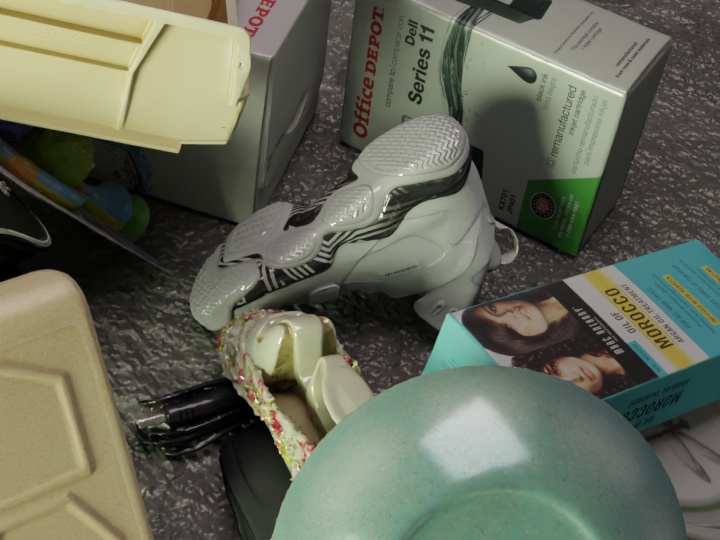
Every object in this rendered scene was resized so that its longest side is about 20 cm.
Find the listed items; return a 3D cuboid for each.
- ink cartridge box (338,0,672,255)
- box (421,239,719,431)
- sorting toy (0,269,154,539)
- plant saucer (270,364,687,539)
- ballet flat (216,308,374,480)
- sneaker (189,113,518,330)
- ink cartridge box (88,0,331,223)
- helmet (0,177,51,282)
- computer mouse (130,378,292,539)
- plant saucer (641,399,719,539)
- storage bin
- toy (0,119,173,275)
[{"bbox_3d":[0.092,-0.123,0.879,0.200,0.147,0.083,27,48,19],"label":"ink cartridge box"},{"bbox_3d":[0.138,0.043,0.696,0.200,0.049,0.082,-15,49,-35],"label":"box"},{"bbox_3d":[-0.191,0.119,0.582,0.185,0.200,0.036,-21,14,-28],"label":"sorting toy"},{"bbox_3d":[0.058,0.145,0.577,0.201,0.201,0.039,3,5,-7],"label":"plant saucer"},{"bbox_3d":[-0.021,0.062,0.670,0.076,0.064,0.200,-11,35,-24],"label":"ballet flat"},{"bbox_3d":[0.000,0.000,0.785,0.200,0.115,0.075,-33,30,8],"label":"sneaker"},{"bbox_3d":[-0.134,-0.151,0.865,0.200,0.146,0.147,17,45,6],"label":"ink cartridge box"},{"bbox_3d":[-0.279,-0.007,0.660,0.191,0.200,0.200,34,49,22],"label":"helmet"},{"bbox_3d":[-0.032,0.120,0.676,0.138,0.053,0.200,-10,48,-21],"label":"computer mouse"},{"bbox_3d":[0.177,0.090,0.738,0.200,0.050,0.200,10,40,-8],"label":"plant saucer"},{"bbox_3d":[-0.160,-0.176,0.697,0.198,0.094,0.200,9,45,-20],"label":"storage bin"},{"bbox_3d":[-0.184,-0.071,0.748,0.115,0.200,0.047,38,85,30],"label":"toy"}]
